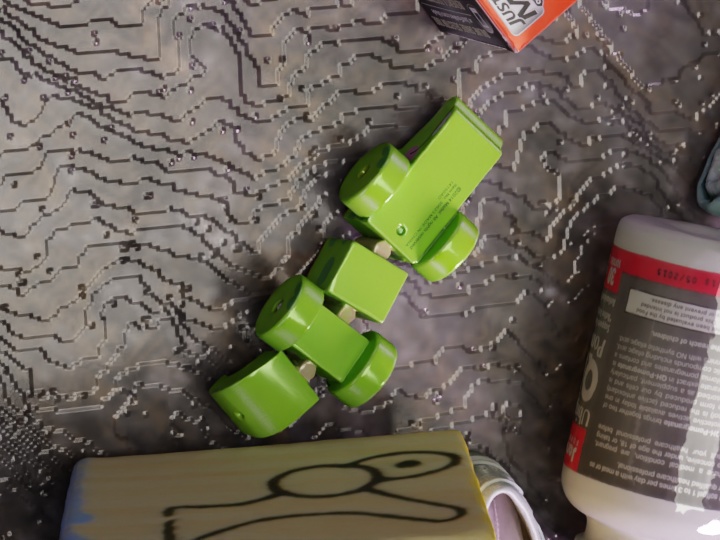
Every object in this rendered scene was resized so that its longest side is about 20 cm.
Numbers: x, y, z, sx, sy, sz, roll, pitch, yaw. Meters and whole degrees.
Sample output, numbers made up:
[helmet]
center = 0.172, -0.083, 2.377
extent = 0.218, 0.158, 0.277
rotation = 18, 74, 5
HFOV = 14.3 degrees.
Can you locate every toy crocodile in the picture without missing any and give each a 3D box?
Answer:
[toy crocodile]
center = 0.000, 0.000, 1.440
extent = 0.067, 0.062, 0.200
rotation = 37, 82, -21

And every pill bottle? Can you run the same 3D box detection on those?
[pill bottle]
center = 0.166, 0.078, 1.482
extent = 0.111, 0.111, 0.200
rotation = 10, 96, -21

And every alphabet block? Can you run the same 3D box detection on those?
[alphabet block]
center = -0.035, 0.197, 1.365
extent = 0.200, 0.195, 0.197
rotation = -4, 104, -1

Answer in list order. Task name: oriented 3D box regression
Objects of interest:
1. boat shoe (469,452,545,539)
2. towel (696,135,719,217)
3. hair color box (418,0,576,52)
[boat shoe]
center = 0.079, 0.196, 1.496
extent = 0.074, 0.065, 0.202
rotation = -15, 104, -17
[towel]
center = 0.295, -0.085, 1.504
extent = 0.171, 0.048, 0.200
rotation = 23, 112, -21
[hair color box]
center = 0.115, -0.198, 1.417
extent = 0.200, 0.102, 0.061
rotation = -42, 111, -9
